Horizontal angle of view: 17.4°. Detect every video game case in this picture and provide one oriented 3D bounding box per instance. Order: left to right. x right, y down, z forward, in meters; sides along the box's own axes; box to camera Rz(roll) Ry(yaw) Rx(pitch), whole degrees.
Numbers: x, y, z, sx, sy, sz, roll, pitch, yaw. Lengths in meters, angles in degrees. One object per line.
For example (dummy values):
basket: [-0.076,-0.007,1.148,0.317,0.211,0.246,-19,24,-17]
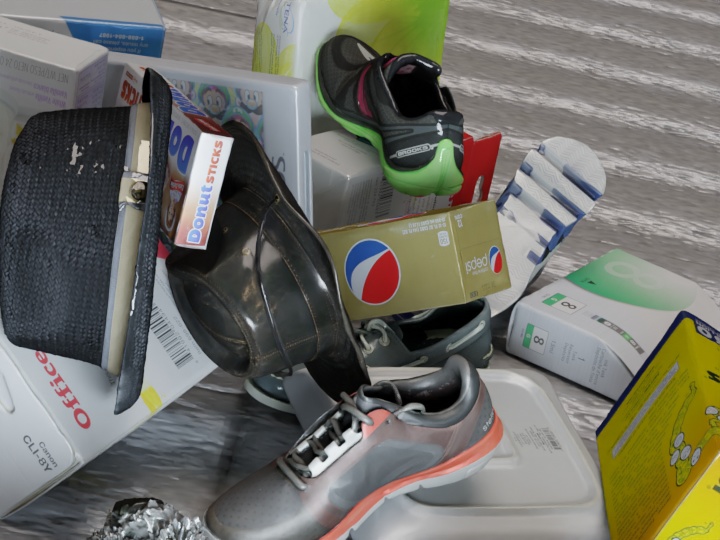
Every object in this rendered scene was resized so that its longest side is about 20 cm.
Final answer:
video game case: [-0.123,-0.054,1.615,0.199,0.183,0.024,10,24,26]

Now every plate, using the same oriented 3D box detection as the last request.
plate: [0.069,0.118,1.516,0.199,0.032,0.200,2,33,-22]

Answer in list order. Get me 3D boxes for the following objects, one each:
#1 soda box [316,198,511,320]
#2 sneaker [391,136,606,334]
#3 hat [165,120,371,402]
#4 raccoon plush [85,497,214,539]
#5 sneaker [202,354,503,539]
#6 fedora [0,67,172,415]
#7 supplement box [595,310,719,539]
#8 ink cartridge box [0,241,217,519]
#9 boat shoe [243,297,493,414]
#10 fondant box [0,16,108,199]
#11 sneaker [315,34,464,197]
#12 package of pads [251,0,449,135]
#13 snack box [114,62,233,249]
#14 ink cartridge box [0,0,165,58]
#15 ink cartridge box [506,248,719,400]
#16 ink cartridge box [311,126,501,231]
soda box: [0.000,0.000,1.627,0.199,0.064,0.068,-10,4,33]
sneaker: [0.102,-0.006,1.785,0.081,0.115,0.199,44,65,10]
hat: [-0.072,0.012,1.471,0.081,0.202,0.201,-26,36,-14]
raccoon plush: [-0.118,0.198,1.221,0.199,0.097,0.134,25,35,28]
sneaker: [-0.011,0.105,1.418,0.199,0.082,0.077,-26,41,-16]
fedora: [-0.162,-0.020,1.358,0.091,0.202,0.201,6,24,-6]
supplement box: [0.225,0.130,1.463,0.108,0.110,0.200,29,21,-11]
ink cartridge box: [-0.187,0.043,1.455,0.146,0.083,0.200,54,31,0]
boat shoe: [0.009,0.053,1.626,0.199,0.062,0.073,-7,33,-33]
fondant box: [-0.260,-0.072,1.612,0.143,0.201,0.058,16,27,11]
sneaker: [0.030,-0.128,1.723,0.076,0.084,0.200,-1,30,-29]
package of pads: [-0.015,-0.134,1.862,0.154,0.201,0.068,-6,21,-34]
snack box: [-0.125,-0.076,1.493,0.024,0.072,0.200,11,13,-22]
ink cartridge box: [-0.229,-0.104,1.701,0.143,0.201,0.085,3,28,-18]
ink cartridge box: [0.232,0.056,1.744,0.199,0.050,0.161,22,26,28]
ink cartridge box: [0.018,-0.051,1.797,0.067,0.117,0.199,28,28,31]
